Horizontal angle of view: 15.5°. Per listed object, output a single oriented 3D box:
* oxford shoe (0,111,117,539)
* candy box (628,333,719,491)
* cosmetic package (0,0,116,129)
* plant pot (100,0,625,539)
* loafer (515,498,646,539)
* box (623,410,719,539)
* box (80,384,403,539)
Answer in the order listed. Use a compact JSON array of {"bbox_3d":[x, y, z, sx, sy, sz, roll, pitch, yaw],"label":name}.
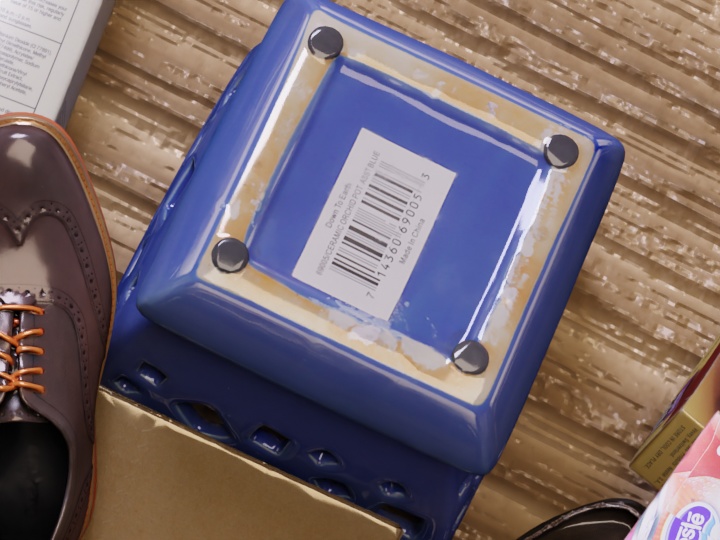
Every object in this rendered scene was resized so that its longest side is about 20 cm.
[{"bbox_3d":[-0.140,0.034,1.135,0.071,0.073,0.201,-4,99,-2],"label":"oxford shoe"},{"bbox_3d":[0.240,0.110,1.270,0.200,0.057,0.117,39,44,2],"label":"candy box"},{"bbox_3d":[-0.169,-0.148,1.294,0.105,0.071,0.201,21,70,-2],"label":"cosmetic package"},{"bbox_3d":[0.000,0.000,1.219,0.199,0.180,0.201,26,70,-2],"label":"plant pot"},{"bbox_3d":[0.068,0.173,1.232,0.200,0.071,0.073,-35,81,-18],"label":"loafer"},{"bbox_3d":[0.169,0.161,1.178,0.102,0.200,0.095,31,68,19],"label":"box"},{"bbox_3d":[-0.095,0.173,1.195,0.163,0.021,0.201,25,90,-1],"label":"box"}]
